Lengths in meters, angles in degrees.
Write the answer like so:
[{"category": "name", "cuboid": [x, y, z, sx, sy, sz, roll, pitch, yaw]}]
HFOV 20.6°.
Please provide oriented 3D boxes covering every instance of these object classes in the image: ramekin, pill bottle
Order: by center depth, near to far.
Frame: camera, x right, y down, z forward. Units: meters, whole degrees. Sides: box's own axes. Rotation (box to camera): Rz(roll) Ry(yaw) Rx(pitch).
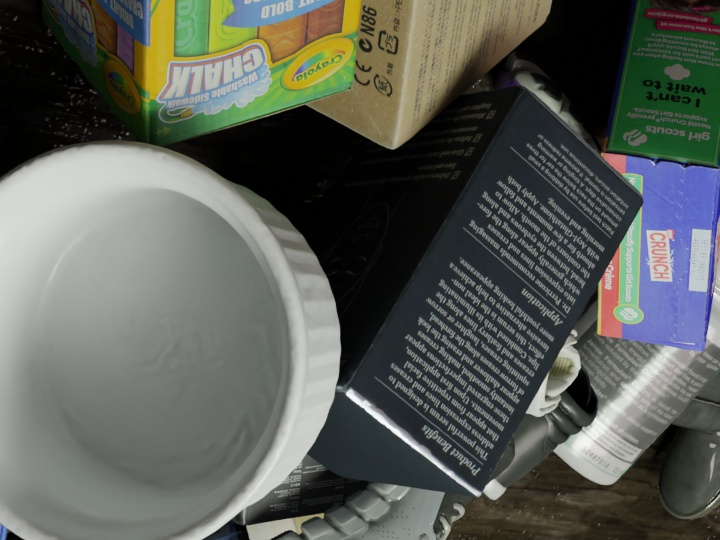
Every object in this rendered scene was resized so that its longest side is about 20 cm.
[{"category": "ramekin", "cuboid": [-0.106, 0.038, 0.981, 0.201, 0.200, 0.098, -50, 166, 12]}, {"category": "pill bottle", "cuboid": [0.210, 0.051, 1.464, 0.200, 0.113, 0.113, -49, 143, 12]}]

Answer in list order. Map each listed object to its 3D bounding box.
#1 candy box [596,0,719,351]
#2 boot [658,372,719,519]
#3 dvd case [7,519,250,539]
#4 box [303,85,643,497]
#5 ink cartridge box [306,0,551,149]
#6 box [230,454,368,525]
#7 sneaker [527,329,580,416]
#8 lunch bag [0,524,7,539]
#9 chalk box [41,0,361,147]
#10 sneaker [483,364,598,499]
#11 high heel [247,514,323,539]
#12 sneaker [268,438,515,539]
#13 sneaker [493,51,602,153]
[{"category": "candy box", "cuboid": [0.197, -0.079, 1.253, 0.077, 0.200, 0.169, 6, 139, 10]}, {"category": "boot", "cuboid": [0.257, 0.117, 1.612, 0.200, 0.073, 0.182, 11, 106, -55]}, {"category": "dvd case", "cuboid": [-0.167, 0.173, 1.200, 0.200, 0.143, 0.018, -17, 102, -5]}, {"category": "box", "cuboid": [0.038, 0.011, 1.105, 0.107, 0.148, 0.200, 40, 71, -24]}, {"category": "ink cartridge box", "cuboid": [0.044, -0.191, 1.051, 0.165, 0.075, 0.200, -43, 151, -40]}, {"category": "box", "cuboid": [-0.040, 0.106, 1.255, 0.200, 0.158, 0.050, -4, 103, -41]}, {"category": "sneaker", "cuboid": [0.084, 0.056, 1.286, 0.200, 0.115, 0.074, -50, 154, -82]}, {"category": "lunch bag", "cuboid": [-0.259, 0.103, 1.086, 0.160, 0.076, 0.200, 5, 127, -20]}, {"category": "chalk box", "cuboid": [-0.080, -0.149, 0.982, 0.125, 0.124, 0.200, -21, 139, -25]}, {"category": "sneaker", "cuboid": [0.115, 0.092, 1.376, 0.099, 0.071, 0.200, -37, -173, 8]}, {"category": "high heel", "cuboid": [-0.058, 0.170, 1.319, 0.200, 0.143, 0.072, -4, 89, -15]}, {"category": "sneaker", "cuboid": [0.028, 0.180, 1.149, 0.200, 0.116, 0.075, -31, 158, -14]}, {"category": "sneaker", "cuboid": [0.114, -0.058, 1.297, 0.083, 0.081, 0.200, -28, 143, -6]}]
